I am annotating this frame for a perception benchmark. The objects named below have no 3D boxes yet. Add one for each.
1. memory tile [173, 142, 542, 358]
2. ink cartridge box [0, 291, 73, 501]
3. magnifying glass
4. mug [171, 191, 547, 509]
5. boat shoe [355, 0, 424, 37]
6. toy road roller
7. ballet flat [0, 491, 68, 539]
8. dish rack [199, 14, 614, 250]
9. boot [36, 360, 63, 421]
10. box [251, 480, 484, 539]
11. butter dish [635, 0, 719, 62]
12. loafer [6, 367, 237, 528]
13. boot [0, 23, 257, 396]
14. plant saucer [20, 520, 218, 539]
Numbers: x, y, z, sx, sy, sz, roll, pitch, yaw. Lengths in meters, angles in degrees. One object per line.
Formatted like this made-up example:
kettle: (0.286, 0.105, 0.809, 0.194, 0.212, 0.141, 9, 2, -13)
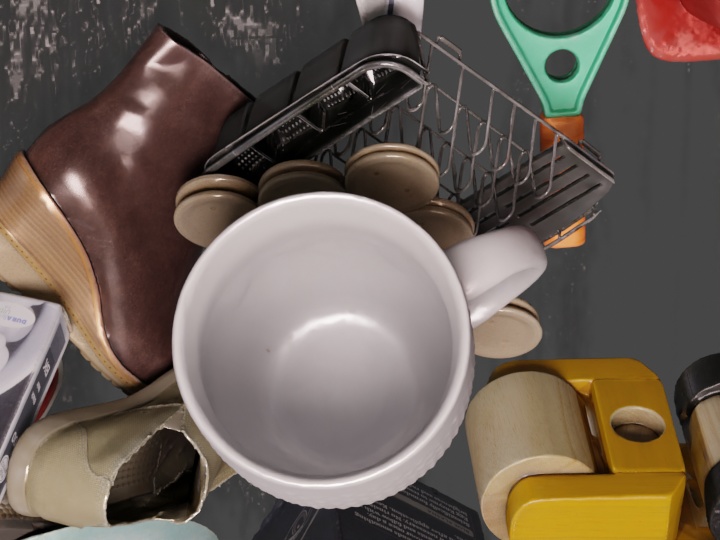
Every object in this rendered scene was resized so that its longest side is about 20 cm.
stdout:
memory tile: (0.000, 0.000, 1.386, 0.153, 0.017, 0.200, -13, 142, 20)
ink cartridge box: (-0.278, 0.090, 1.345, 0.197, 0.201, 0.043, 11, 151, 15)
magnifying glass: (0.112, -0.108, 1.413, 0.079, 0.022, 0.201, -5, 116, -3)
mug: (0.008, 0.038, 1.310, 0.200, 0.175, 0.148, -31, 78, -3)
boat shoe: (-0.013, -0.196, 1.331, 0.086, 0.075, 0.203, -5, 113, -3)
toy road roller: (0.159, 0.141, 1.480, 0.199, 0.123, 0.146, 2, 126, -7)
ballet flat: (-0.180, 0.135, 1.431, 0.067, 0.200, 0.047, -28, 73, 21)
dish rack: (0.032, -0.051, 1.371, 0.200, 0.055, 0.153, 32, 135, -32)
boot: (-0.243, 0.125, 1.420, 0.200, 0.144, 0.072, -43, 110, 13)
box: (-0.017, 0.239, 1.462, 0.117, 0.200, 0.197, 28, 110, -17)
butter dish: (0.247, -0.192, 1.316, 0.199, 0.148, 0.200, -6, 114, -2)
loafer: (-0.100, 0.101, 1.376, 0.200, 0.068, 0.076, -20, 128, -44)
boot: (-0.100, -0.020, 1.408, 0.166, 0.072, 0.200, -44, 122, 5)
plant saucer: (-0.171, 0.202, 1.455, 0.200, 0.039, 0.201, -17, 156, -8)
